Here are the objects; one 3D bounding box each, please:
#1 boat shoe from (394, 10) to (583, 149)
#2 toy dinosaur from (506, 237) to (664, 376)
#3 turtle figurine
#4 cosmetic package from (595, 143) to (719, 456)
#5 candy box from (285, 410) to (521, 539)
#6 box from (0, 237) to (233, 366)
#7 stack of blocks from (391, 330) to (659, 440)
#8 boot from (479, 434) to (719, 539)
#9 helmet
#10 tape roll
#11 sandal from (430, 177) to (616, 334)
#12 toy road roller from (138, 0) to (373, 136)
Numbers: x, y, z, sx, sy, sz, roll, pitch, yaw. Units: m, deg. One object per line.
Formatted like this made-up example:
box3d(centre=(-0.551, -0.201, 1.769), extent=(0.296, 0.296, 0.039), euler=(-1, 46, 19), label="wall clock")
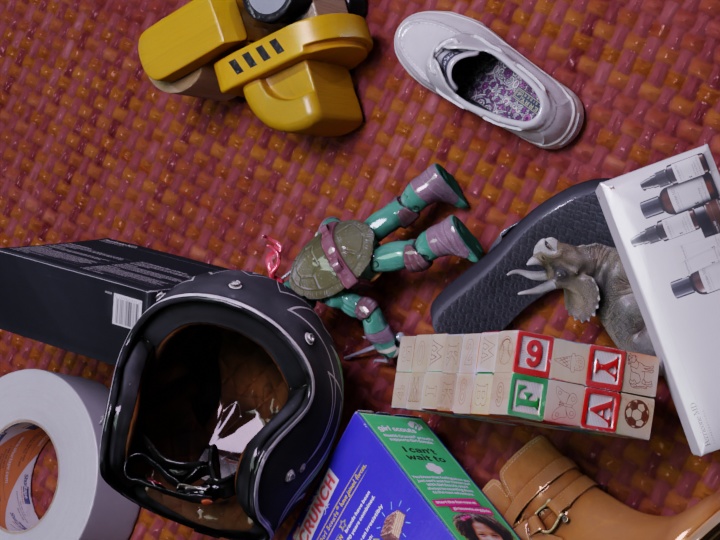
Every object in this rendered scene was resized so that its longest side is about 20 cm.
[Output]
box3d(centre=(0.091, -0.160, 1.322), extent=(0.200, 0.068, 0.072), euler=(44, 106, 34), label="boat shoe")
box3d(centre=(0.217, 0.029, 1.195), extent=(0.200, 0.077, 0.102), euler=(41, 104, 2), label="toy dinosaur")
box3d(centre=(0.000, 0.000, 1.339), extent=(0.200, 0.101, 0.150), euler=(-32, 63, 20), label="turtle figurine")
box3d(centre=(0.237, 0.021, 1.131), extent=(0.082, 0.051, 0.201), euler=(-21, 84, 4), label="cosmetic package")
box3d(centre=(0.031, 0.232, 1.237), extent=(0.200, 0.077, 0.170), euler=(48, 118, 45), label="candy box")
box3d(centre=(-0.209, 0.028, 1.445), extent=(0.199, 0.141, 0.079), euler=(14, 105, 37), label="box")
box3d(centre=(0.116, 0.083, 1.196), extent=(0.200, 0.115, 0.059), euler=(173, 107, -67), label="stack of blocks")
box3d(centre=(0.174, 0.180, 1.186), extent=(0.200, 0.074, 0.155), euler=(-41, 55, 18), label="boot")
box3d(centre=(-0.104, 0.100, 1.285), extent=(0.199, 0.200, 0.191), euler=(3, 63, 36), label="helmet")
box3d(centre=(-0.297, 0.196, 1.524), extent=(0.200, 0.066, 0.201), euler=(-10, 73, 34), label="tape roll")
box3d(centre=(0.132, -0.014, 1.262), extent=(0.200, 0.076, 0.043), euler=(-35, 35, 24), label="sandal")
box3d(centre=(-0.082, -0.175, 1.422), extent=(0.199, 0.123, 0.147), euler=(-22, 79, 30), label="toy road roller")
